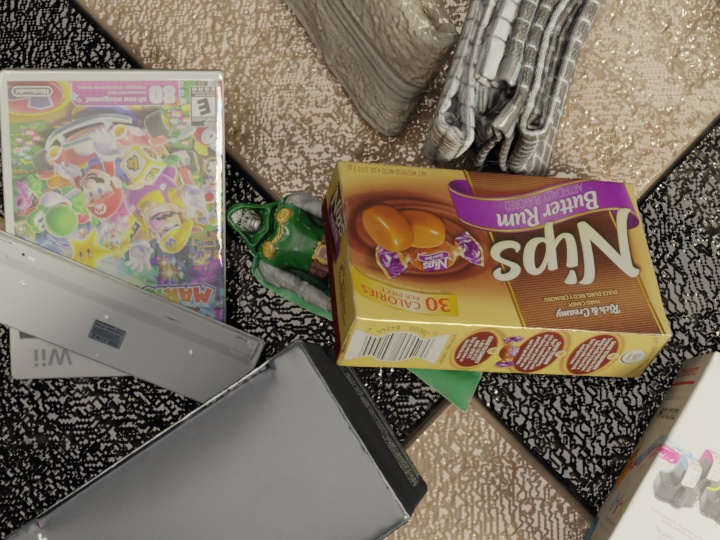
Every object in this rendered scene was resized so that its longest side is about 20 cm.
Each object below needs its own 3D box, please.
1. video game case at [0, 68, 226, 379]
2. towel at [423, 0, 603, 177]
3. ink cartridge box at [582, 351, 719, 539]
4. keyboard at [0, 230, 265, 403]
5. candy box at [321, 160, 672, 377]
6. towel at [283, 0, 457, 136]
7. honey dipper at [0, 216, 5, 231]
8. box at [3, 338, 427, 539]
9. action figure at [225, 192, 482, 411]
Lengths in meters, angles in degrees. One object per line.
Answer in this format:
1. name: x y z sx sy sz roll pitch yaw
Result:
1. video game case: -0.159 -0.030 0.848 0.142 0.018 0.202 -1 103 -9
2. towel: 0.108 -0.155 0.807 0.085 0.166 0.202 18 87 1
3. ink cartridge box: 0.207 0.118 0.793 0.068 0.115 0.201 31 87 7
4. keyboard: -0.163 0.034 0.849 0.199 0.011 0.057 24 103 -13
5. candy box: 0.080 0.000 0.795 0.198 0.057 0.118 3 55 -13
6. towel: -0.014 -0.195 0.839 0.034 0.133 0.201 -29 81 -21
7. honey dipper: -0.255 -0.033 0.893 0.198 0.038 0.038 23 87 6
8. box: -0.073 0.144 0.777 0.196 0.200 0.118 -34 82 2
9. action figure: 0.000 0.000 0.859 0.198 0.055 0.119 22 86 10
